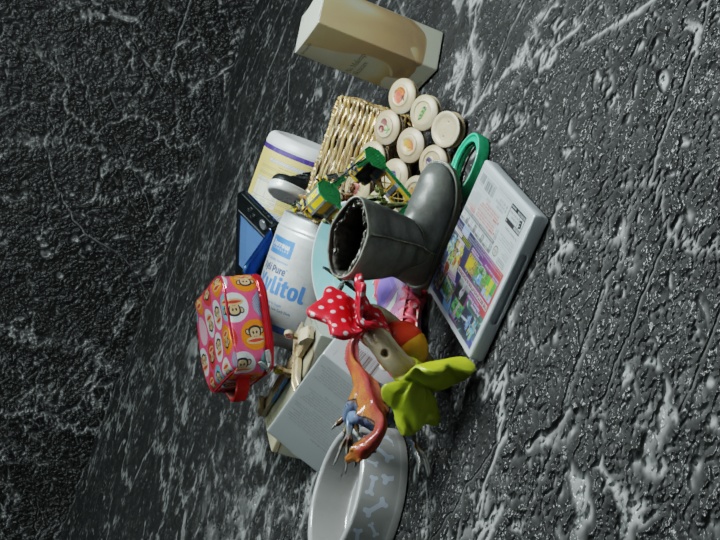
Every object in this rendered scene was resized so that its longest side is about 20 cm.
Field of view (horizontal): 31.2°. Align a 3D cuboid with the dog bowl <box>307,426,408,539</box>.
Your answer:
[{"bbox_3d":[-0.008,0.289,1.632,0.200,0.058,0.202,-162,90,-73],"label":"dog bowl"}]

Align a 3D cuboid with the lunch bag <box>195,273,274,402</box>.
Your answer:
[{"bbox_3d":[-0.190,0.108,1.941,0.200,0.081,0.178,142,121,-65],"label":"lunch bag"}]

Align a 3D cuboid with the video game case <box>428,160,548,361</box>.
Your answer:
[{"bbox_3d":[0.146,-0.016,1.516,0.200,0.023,0.183,-117,47,-65],"label":"video game case"}]

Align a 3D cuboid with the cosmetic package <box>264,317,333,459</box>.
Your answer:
[{"bbox_3d":[-0.071,0.170,1.918,0.104,0.073,0.201,-117,46,-66],"label":"cosmetic package"}]

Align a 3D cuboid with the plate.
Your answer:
[{"bbox_3d":[0.000,0.000,1.834,0.199,0.025,0.202,7,99,48],"label":"plate"}]

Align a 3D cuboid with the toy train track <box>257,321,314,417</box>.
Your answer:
[{"bbox_3d":[-0.120,0.149,1.912,0.115,0.032,0.200,-90,23,-44],"label":"toy train track"}]

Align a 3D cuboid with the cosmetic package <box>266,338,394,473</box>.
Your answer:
[{"bbox_3d":[-0.035,0.175,1.726,0.071,0.101,0.200,-49,-4,-47],"label":"cosmetic package"}]

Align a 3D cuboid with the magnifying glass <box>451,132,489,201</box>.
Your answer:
[{"bbox_3d":[0.114,-0.092,1.689,0.080,0.022,0.201,-97,29,-53],"label":"magnifying glass"}]

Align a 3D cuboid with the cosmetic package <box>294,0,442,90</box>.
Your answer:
[{"bbox_3d":[0.013,-0.343,1.941,0.105,0.199,0.072,140,144,-60],"label":"cosmetic package"}]

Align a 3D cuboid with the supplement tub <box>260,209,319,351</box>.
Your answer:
[{"bbox_3d":[-0.093,0.019,2.033,0.132,0.131,0.201,-144,71,-72],"label":"supplement tub"}]

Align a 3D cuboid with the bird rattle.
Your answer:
[{"bbox_3d":[0.033,0.092,1.496,0.113,0.200,0.163,-51,-11,8],"label":"bird rattle"}]

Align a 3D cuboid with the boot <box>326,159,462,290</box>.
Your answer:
[{"bbox_3d":[0.041,-0.065,1.570,0.072,0.199,0.183,5,83,38],"label":"boot"}]

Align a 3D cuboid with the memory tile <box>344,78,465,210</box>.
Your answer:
[{"bbox_3d":[0.059,-0.153,1.794,0.153,0.017,0.201,42,116,35],"label":"memory tile"}]

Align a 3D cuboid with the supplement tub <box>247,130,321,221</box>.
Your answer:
[{"bbox_3d":[-0.123,-0.127,2.239,0.145,0.144,0.201,-133,63,-70],"label":"supplement tub"}]

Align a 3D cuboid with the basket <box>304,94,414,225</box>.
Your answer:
[{"bbox_3d":[0.027,-0.144,1.938,0.142,0.148,0.201,25,98,38],"label":"basket"}]

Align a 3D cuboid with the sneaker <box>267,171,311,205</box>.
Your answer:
[{"bbox_3d":[-0.066,-0.148,2.017,0.073,0.200,0.113,8,81,38],"label":"sneaker"}]

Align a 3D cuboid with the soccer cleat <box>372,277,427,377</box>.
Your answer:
[{"bbox_3d":[0.056,0.059,1.660,0.076,0.066,0.201,-44,31,31],"label":"soccer cleat"}]

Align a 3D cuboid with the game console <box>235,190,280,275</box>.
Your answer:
[{"bbox_3d":[-0.193,0.003,2.118,0.171,0.118,0.201,43,143,34],"label":"game console"}]

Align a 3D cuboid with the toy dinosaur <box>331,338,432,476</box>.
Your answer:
[{"bbox_3d":[-0.001,0.166,1.512,0.182,0.104,0.201,96,151,-80],"label":"toy dinosaur"}]

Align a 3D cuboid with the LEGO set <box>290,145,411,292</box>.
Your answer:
[{"bbox_3d":[-0.014,-0.060,1.691,0.116,0.154,0.200,-42,7,37],"label":"LEGO set"}]
